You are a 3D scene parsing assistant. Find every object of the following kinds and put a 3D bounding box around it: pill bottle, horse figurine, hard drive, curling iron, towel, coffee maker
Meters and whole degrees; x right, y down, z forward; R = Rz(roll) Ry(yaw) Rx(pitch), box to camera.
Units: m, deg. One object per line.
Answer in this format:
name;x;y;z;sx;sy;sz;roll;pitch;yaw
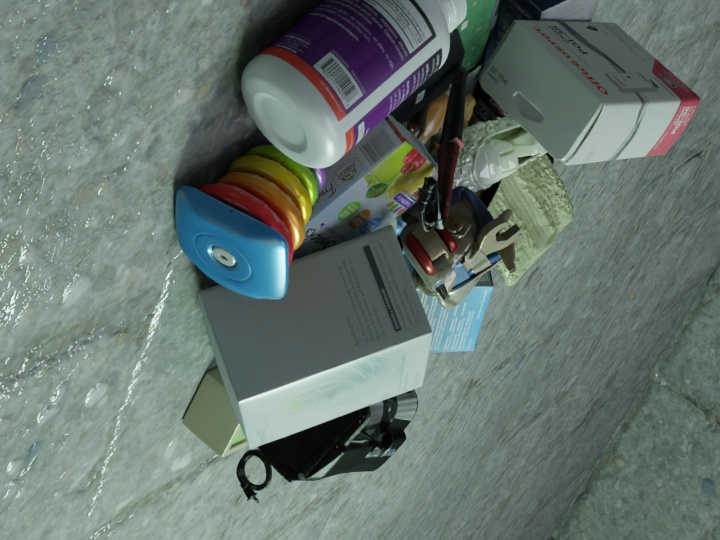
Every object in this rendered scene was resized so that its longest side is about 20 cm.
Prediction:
pill bottle;-0.001;-0.187;1.377;0.200;0.112;0.113;-43;159;-23
horse figurine;0.073;-0.145;1.702;0.200;0.050;0.133;21;93;-62
hard drive;0.063;-0.219;1.580;0.200;0.038;0.140;-38;157;-32
curling iron;0.087;-0.124;1.568;0.050;0.025;0.201;71;28;-51
towel;0.177;-0.096;1.895;0.148;0.036;0.200;-50;124;-24
coffee maker;-0.041;0.193;1.986;0.192;0.135;0.200;-25;167;18

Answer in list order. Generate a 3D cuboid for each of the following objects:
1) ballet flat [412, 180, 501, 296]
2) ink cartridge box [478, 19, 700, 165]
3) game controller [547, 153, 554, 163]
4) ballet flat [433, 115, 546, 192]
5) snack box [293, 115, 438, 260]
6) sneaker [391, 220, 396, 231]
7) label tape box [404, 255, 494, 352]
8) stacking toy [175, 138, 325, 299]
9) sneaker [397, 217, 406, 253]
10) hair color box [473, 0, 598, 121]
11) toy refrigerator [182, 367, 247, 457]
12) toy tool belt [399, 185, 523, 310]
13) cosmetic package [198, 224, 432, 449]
ballet flat;0.123;-0.060;1.799;0.067;0.046;0.201;28;91;-56
ink cartridge box;0.244;-0.191;1.691;0.200;0.147;0.083;-9;139;-49
game controller;0.185;-0.101;2.084;0.104;0.042;0.200;-47;166;33
ballet flat;0.156;-0.132;1.725;0.200;0.072;0.072;-31;152;-43
snack box;-0.022;-0.063;1.572;0.200;0.053;0.142;-39;158;8
sneaker;0.000;0.000;1.731;0.085;0.073;0.201;-30;123;-31
label tape box;0.049;0.040;1.935;0.199;0.063;0.144;-2;144;-10
stacking toy;-0.074;-0.083;1.450;0.200;0.116;0.110;-57;166;-30
sneaker;0.069;-0.052;1.856;0.079;0.066;0.200;-50;159;4
hair color box;0.194;-0.247;1.774;0.100;0.061;0.200;-28;151;-29
toy refrigerator;-0.104;0.138;1.792;0.200;0.070;0.076;-20;144;-57
toy tool belt;0.108;-0.039;1.643;0.123;0.125;0.200;-35;172;-1
cosmetic package;-0.044;0.072;1.588;0.199;0.123;0.199;-18;162;-7
